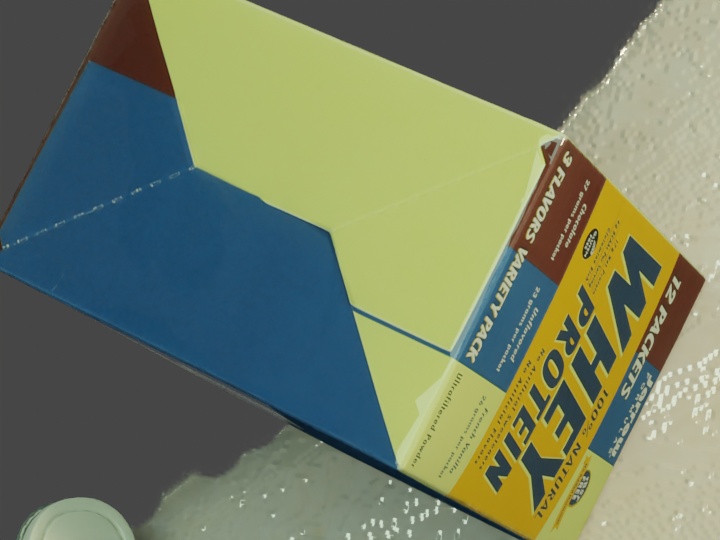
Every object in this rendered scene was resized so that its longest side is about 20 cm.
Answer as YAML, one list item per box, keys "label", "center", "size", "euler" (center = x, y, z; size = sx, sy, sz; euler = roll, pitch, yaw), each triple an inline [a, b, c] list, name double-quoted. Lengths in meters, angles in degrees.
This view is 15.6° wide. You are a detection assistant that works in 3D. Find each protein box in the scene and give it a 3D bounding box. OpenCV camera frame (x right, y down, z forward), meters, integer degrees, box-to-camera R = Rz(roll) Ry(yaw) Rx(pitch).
- label: "protein box"
  center: [0.000, 0.000, 1.046]
  size: [0.198, 0.200, 0.135]
  euler: [25, 86, 26]

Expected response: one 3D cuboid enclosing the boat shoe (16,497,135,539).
- label: "boat shoe"
  center: [-0.126, 0.200, 1.131]
  size: [0.062, 0.073, 0.200]
  euler: [160, 110, -63]
